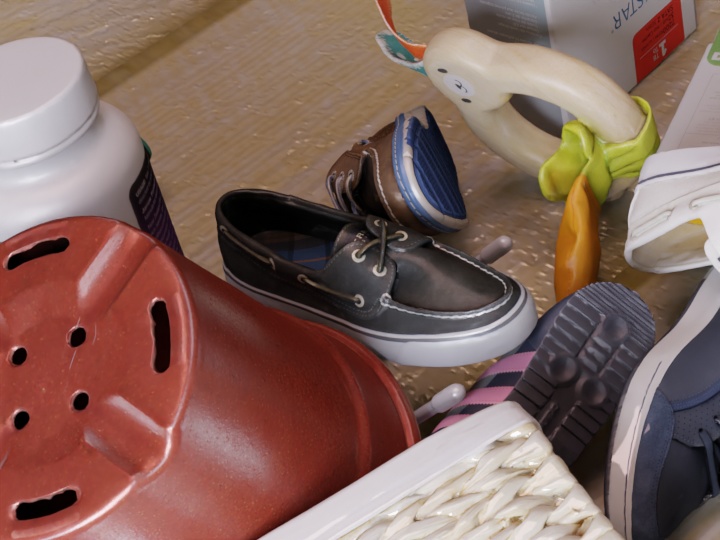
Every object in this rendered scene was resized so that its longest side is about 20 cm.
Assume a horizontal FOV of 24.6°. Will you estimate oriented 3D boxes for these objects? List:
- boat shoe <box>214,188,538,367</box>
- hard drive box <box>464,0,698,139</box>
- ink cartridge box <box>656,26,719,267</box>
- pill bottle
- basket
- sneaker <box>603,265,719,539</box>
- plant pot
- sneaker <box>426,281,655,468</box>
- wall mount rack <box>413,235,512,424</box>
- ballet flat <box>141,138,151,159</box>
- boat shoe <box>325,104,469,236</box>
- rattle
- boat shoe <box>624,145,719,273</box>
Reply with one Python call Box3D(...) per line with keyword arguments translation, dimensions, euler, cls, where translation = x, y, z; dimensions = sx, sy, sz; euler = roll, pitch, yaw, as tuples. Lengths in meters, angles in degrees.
Box3D(translation=(0.000, 0.000, 0.880), dimensions=(0.199, 0.057, 0.069), euler=(12, 48, 34), cls="boat shoe")
Box3D(translation=(0.140, -0.212, 1.078), dimensions=(0.076, 0.201, 0.156), euler=(24, 54, 37), cls="hard drive box")
Box3D(translation=(0.250, -0.085, 1.003), dimensions=(0.103, 0.060, 0.201), euler=(8, 45, 26), cls="ink cartridge box")
Box3D(translation=(-0.169, -0.028, 0.957), dimensions=(0.110, 0.201, 0.112), euler=(-9, 40, 8), cls="pill bottle")
Box3D(translation=(0.027, 0.177, 0.722), dimensions=(0.199, 0.136, 0.123), euler=(-28, 45, -15), cls="basket")
Box3D(translation=(0.215, 0.071, 0.821), dimensions=(0.145, 0.077, 0.203), euler=(11, 46, 33), cls="sneaker")
Box3D(translation=(-0.096, 0.080, 0.771), dimensions=(0.199, 0.195, 0.202), euler=(-10, 63, 21), cls="plant pot")
Box3D(translation=(0.075, 0.092, 0.867), dimensions=(0.200, 0.082, 0.070), euler=(-43, 89, -10), cls="sneaker")
Box3D(translation=(-0.005, 0.045, 0.928), dimensions=(0.172, 0.075, 0.201), euler=(2, 44, 20), cls="wall mount rack")
Box3D(translation=(-0.236, -0.075, 1.156), dimensions=(0.199, 0.067, 0.071), euler=(12, 61, 33), cls="ballet flat")
Box3D(translation=(0.020, -0.049, 1.004), dimensions=(0.072, 0.073, 0.200), euler=(-27, 7, 8), cls="boat shoe")
Box3D(translation=(0.067, -0.073, 0.993), dimensions=(0.199, 0.130, 0.144), euler=(27, 87, -1), cls="rattle")
Box3D(translation=(0.204, -0.028, 0.837), dimensions=(0.199, 0.071, 0.070), euler=(-5, 59, 59), cls="boat shoe")
